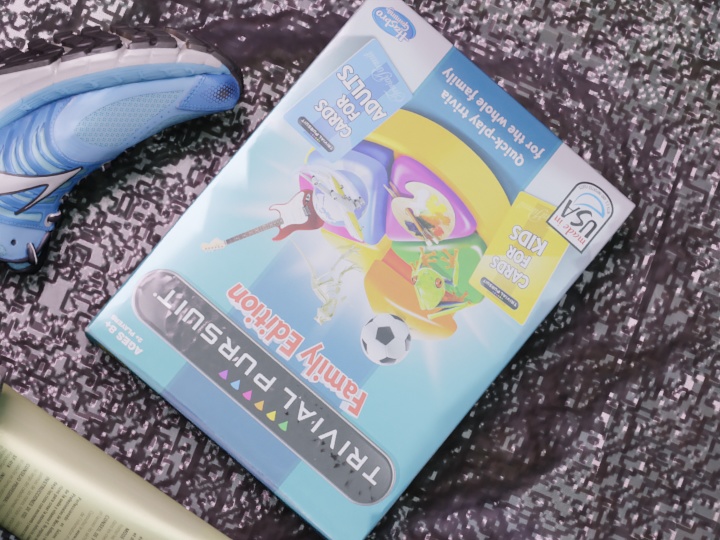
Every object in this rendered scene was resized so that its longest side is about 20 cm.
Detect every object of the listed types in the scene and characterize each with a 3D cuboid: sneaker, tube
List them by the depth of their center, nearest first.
[{"bbox_3d":[-0.124,0.099,0.870,0.200,0.058,0.052,35,82,-1],"label":"tube"},{"bbox_3d":[-0.143,-0.047,0.882,0.199,0.078,0.090,-19,107,-5],"label":"sneaker"}]

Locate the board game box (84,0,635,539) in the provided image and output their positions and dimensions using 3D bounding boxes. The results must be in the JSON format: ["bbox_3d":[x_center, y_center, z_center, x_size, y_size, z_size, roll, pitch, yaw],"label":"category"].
[{"bbox_3d":[0.000,0.000,0.896,0.151,0.047,0.200,40,82,-2],"label":"board game box"}]

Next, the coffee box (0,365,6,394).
[{"bbox_3d":[-0.205,0.136,0.797,0.079,0.114,0.201,14,100,-2],"label":"coffee box"}]
